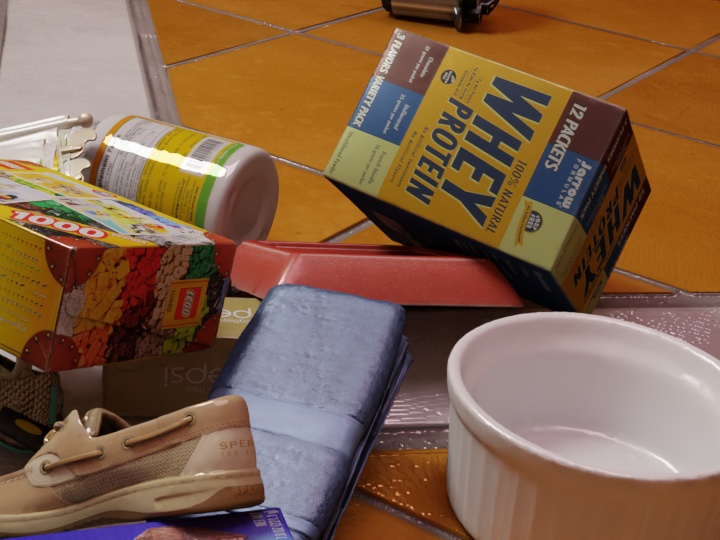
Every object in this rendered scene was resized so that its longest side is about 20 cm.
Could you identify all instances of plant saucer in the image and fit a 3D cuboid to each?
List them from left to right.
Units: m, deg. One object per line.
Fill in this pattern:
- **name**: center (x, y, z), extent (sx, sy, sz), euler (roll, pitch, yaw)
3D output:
- **plant saucer**: center (0.000, 0.000, 0.975), extent (0.199, 0.037, 0.200), euler (2, 4, -19)

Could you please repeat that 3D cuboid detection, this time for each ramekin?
- **ramekin**: center (0.148, 0.114, 0.787), extent (0.200, 0.098, 0.201), euler (6, 25, -3)

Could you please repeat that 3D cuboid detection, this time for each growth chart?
- **growth chart**: center (-0.293, -0.063, 1.009), extent (0.144, 0.018, 0.200), euler (-6, 43, 6)

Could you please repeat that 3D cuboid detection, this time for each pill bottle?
- **pill bottle**: center (-0.183, -0.077, 1.097), extent (0.199, 0.112, 0.111), euler (17, 27, 21)

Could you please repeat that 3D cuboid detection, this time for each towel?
- **towel**: center (-0.046, 0.097, 0.766), extent (0.111, 0.049, 0.200), euler (13, 50, 16)

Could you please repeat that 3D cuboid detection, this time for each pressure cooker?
- **pressure cooker**: center (0.140, -0.488, 1.986), extent (0.199, 0.177, 0.179), euler (7, 28, 9)

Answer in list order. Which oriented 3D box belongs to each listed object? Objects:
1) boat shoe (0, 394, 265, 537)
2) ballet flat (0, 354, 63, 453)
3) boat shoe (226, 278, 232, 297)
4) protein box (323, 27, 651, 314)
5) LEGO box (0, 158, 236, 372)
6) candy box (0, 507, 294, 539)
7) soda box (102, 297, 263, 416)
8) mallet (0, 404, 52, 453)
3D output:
- **boat shoe**: center (-0.143, 0.109, 0.686), extent (0.199, 0.065, 0.071), euler (-11, -10, 23)
- **ballet flat**: center (-0.272, 0.054, 0.835), extent (0.199, 0.076, 0.068), euler (21, 15, 30)
- **boat shoe**: center (-0.197, 0.015, 0.956), extent (0.199, 0.061, 0.076), euler (4, 26, -4)
- **protein box**: center (0.111, -0.071, 1.012), extent (0.199, 0.135, 0.199), euler (24, -6, 23)
- **LEGO box**: center (-0.206, -0.011, 0.789), extent (0.199, 0.077, 0.149), euler (21, 13, 29)
- **candy box**: center (-0.113, 0.195, 0.571), extent (0.199, 0.077, 0.169), euler (-4, 27, -19)
- **soda box**: center (-0.081, 0.062, 0.876), extent (0.199, 0.068, 0.064), euler (2, 26, -9)
- **mallet**: center (-0.225, 0.078, 0.756), extent (0.199, 0.041, 0.066), euler (25, 50, -16)
